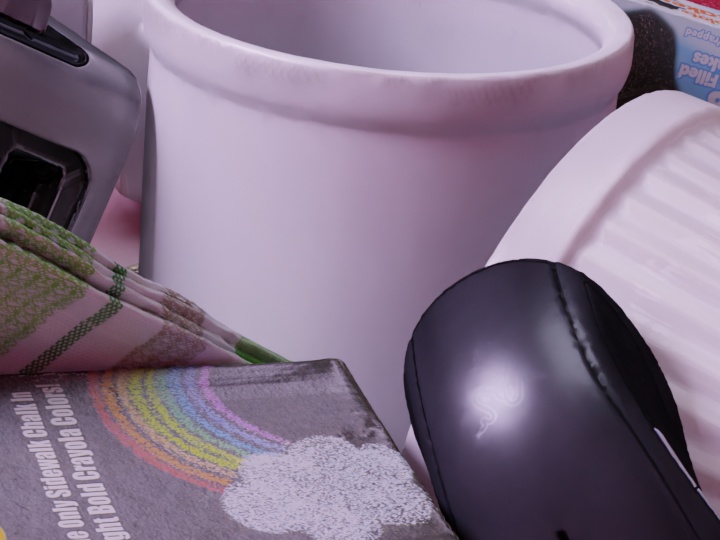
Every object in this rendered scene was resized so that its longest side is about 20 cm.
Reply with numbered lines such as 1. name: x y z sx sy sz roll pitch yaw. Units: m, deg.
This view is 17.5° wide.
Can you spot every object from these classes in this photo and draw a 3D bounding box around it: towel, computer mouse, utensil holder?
1. towel: -0.126 0.034 0.697 0.200 0.149 0.031 30 35 -44
2. computer mouse: 0.094 0.081 0.618 0.140 0.201 0.046 -22 -6 17
3. utensil holder: 0.000 0.000 0.829 0.168 0.202 0.170 6 22 -2

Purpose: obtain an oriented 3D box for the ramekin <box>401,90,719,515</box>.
1. ramekin: 0.103 0.055 0.737 0.105 0.201 0.200 27 29 25

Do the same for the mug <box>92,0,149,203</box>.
1. mug: -0.049 -0.125 1.125 0.174 0.201 0.148 -17 31 -11

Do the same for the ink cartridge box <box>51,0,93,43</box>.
1. ink cartridge box: -0.221 -0.064 1.004 0.198 0.146 0.084 -1 21 -16

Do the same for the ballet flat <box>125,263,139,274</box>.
1. ballet flat: -0.117 0.046 0.867 0.069 0.070 0.200 14 23 19

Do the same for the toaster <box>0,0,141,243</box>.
1. toaster: -0.194 -0.026 0.762 0.180 0.201 0.118 23 3 -40

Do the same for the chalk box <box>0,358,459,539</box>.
1. chalk box: -0.087 0.108 0.646 0.198 0.125 0.125 -3 24 -18

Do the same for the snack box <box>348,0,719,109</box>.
1. snack box: 0.090 -0.054 0.915 0.198 0.117 0.037 16 19 -5
